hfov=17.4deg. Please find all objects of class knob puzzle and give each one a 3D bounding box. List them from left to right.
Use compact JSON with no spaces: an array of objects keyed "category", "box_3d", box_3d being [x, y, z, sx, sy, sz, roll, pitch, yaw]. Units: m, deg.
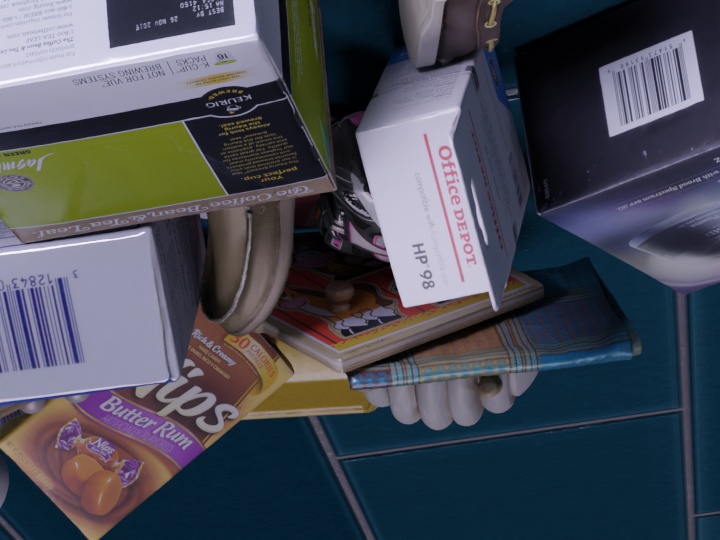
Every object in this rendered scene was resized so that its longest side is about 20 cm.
[{"category":"knob puzzle","box_3d":[0.000,0.000,1.635,0.218,0.220,0.031,-5,114,-2]}]

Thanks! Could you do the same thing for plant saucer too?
[{"category":"plant saucer","box_3d":[-0.052,0.081,1.869,0.198,0.049,0.200,-2,165,-7]}]

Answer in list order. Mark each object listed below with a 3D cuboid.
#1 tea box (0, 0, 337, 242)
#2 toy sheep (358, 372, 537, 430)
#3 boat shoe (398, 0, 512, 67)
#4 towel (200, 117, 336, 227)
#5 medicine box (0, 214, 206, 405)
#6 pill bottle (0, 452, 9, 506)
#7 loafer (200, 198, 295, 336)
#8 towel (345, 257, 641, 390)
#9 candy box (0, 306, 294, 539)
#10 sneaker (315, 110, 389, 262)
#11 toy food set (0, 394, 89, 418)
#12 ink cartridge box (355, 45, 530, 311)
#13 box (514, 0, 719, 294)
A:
[{"category":"tea box","box_3d":[-0.132,-0.124,1.324,0.198,0.135,0.197,-9,155,8]},{"category":"toy sheep","box_3d":[0.065,0.055,1.725,0.198,0.139,0.138,7,158,10]},{"category":"boat shoe","box_3d":[0.064,-0.176,1.337,0.059,0.072,0.200,-8,160,-9]},{"category":"towel","box_3d":[-0.009,-0.069,1.614,0.198,0.030,0.146,2,157,-16]},{"category":"medicine box","box_3d":[-0.200,0.001,1.503,0.180,0.104,0.200,-8,-161,5]},{"category":"pill bottle","box_3d":[-0.366,0.147,1.902,0.111,0.113,0.200,-13,155,15]},{"category":"loafer","box_3d":[-0.078,-0.052,1.487,0.067,0.076,0.202,1,115,-25]},{"category":"towel","box_3d":[0.081,0.034,1.605,0.198,0.147,0.022,-6,114,-7]},{"category":"candy box","box_3d":[-0.162,0.091,1.731,0.200,0.056,0.117,-41,118,-1]},{"category":"sneaker","box_3d":[0.005,-0.041,1.538,0.086,0.081,0.200,-10,158,18]},{"category":"toy food set","box_3d":[-0.255,0.094,1.517,0.143,0.061,0.199,10,-154,43]},{"category":"ink cartridge box","box_3d":[0.050,-0.058,1.410,0.066,0.117,0.200,-11,-160,14]},{"category":"box","box_3d":[0.238,-0.089,1.508,0.199,0.124,0.198,-21,154,31]}]
